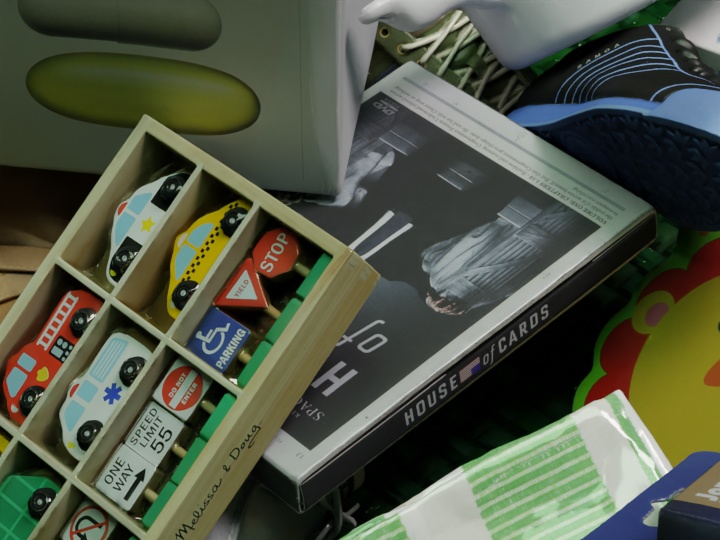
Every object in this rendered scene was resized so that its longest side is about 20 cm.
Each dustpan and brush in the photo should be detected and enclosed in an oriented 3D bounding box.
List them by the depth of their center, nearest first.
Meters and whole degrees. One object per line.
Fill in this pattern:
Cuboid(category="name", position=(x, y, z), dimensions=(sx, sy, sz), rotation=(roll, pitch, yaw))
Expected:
Cuboid(category="dustpan and brush", position=(0.075, -0.122, 1.115), dimensions=(0.199, 0.058, 0.139), rotation=(-32, 6, -41))

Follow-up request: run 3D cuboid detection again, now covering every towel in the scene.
Cuboid(category="towel", position=(0.048, 0.146, 0.957), dimensions=(0.199, 0.023, 0.153), rotation=(-26, 67, -14))

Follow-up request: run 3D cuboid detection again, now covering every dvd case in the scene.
Cuboid(category="dvd case", position=(0.000, 0.000, 1.056), dimensions=(0.199, 0.025, 0.150), rotation=(-35, 50, -26))

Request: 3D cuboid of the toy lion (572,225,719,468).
Cuboid(category="toy lion", position=(0.172, 0.017, 1.042), dimensions=(0.191, 0.069, 0.201), rotation=(-24, 44, 30))

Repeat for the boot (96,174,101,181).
Cuboid(category="boot", position=(-0.041, -0.026, 1.168), dimensions=(0.144, 0.071, 0.201), rotation=(-39, 50, -21))

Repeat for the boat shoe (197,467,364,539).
Cuboid(category="boat shoe", position=(-0.034, 0.078, 1.046), dimensions=(0.071, 0.070, 0.202), rotation=(-2, 40, 13))

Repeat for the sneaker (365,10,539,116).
Cuboid(category="sneaker", position=(0.032, -0.096, 1.206), dimensions=(0.199, 0.090, 0.067), rotation=(29, 53, 31))

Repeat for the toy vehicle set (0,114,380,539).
Cuboid(category="toy vehicle set", position=(-0.094, 0.052, 0.998), dimensions=(0.124, 0.026, 0.201), rotation=(31, 86, 36))

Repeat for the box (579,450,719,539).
Cuboid(category="box", position=(0.185, 0.091, 0.887), dimensions=(0.199, 0.033, 0.121), rotation=(12, 21, 28))

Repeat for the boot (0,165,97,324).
Cuboid(category="boot", position=(-0.204, 0.001, 1.158), dimensions=(0.198, 0.077, 0.156), rotation=(-17, 66, 12))

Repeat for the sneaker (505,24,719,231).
Cuboid(category="sneaker", position=(0.127, -0.068, 1.079), dimensions=(0.078, 0.070, 0.200), rotation=(-46, 22, -16))

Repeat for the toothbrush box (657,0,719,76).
Cuboid(category="toothbrush box", position=(0.246, -0.112, 1.200), dimensions=(0.146, 0.086, 0.200), rotation=(24, 51, 26))

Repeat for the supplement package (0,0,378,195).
Cuboid(category="supplement package", position=(-0.095, -0.155, 1.066), dimensions=(0.198, 0.192, 0.148), rotation=(5, 43, 6))
